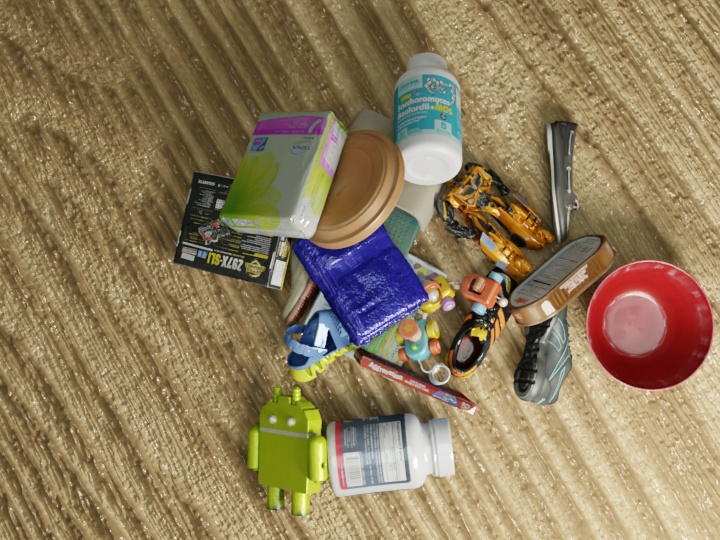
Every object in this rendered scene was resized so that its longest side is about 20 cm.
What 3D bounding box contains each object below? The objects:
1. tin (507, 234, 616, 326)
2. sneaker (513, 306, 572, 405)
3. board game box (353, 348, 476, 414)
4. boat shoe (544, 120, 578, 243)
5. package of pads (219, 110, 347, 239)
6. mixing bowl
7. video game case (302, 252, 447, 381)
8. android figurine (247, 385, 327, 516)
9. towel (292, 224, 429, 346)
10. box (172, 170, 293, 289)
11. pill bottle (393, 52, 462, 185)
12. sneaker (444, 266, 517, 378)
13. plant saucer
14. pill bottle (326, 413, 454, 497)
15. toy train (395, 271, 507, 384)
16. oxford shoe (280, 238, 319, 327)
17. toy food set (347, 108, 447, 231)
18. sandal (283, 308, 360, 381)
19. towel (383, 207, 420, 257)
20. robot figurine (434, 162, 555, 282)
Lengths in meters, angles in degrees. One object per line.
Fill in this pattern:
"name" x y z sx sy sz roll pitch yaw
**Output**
"tin" 0.320 0.012 1.483 0.199 0.112 0.042 -39 102 -9
"sneaker" 0.309 0.123 1.519 0.078 0.075 0.203 22 80 -26
"board game box" 0.085 0.176 1.485 0.197 0.103 0.020 24 89 -7
"boat shoe" 0.338 -0.149 1.523 0.056 0.067 0.204 -5 83 8
"package of pads" -0.114 -0.150 1.431 0.152 0.068 0.203 6 67 32
"mixing bowl" 0.451 0.087 1.483 0.196 0.108 0.204 0 88 4
"video game case" 0.023 0.053 1.554 0.180 0.023 0.202 28 88 5
"android figurine" -0.118 0.289 1.499 0.180 0.041 0.204 1 89 44
"towel" 0.000 0.000 1.459 0.146 0.050 0.202 -32 79 -6
"box" -0.205 -0.068 1.527 0.197 0.049 0.163 12 89 26
"pill bottle" 0.107 -0.248 1.486 0.108 0.111 0.203 -1 62 3
"sneaker" 0.202 0.086 1.506 0.069 0.090 0.203 28 89 4
"plant saucer" -0.023 -0.131 1.428 0.198 0.032 0.203 -19 54 27
"pill bottle" 0.049 0.294 1.491 0.196 0.120 0.122 -7 87 3
"toy train" 0.133 0.070 1.468 0.149 0.056 0.202 27 81 39
"oxford shoe" -0.095 -0.005 1.544 0.073 0.071 0.203 22 78 8
"toy food set" 0.047 -0.166 1.533 0.198 0.061 0.145 27 63 7
"sandal" -0.047 0.094 1.492 0.199 0.080 0.087 -39 129 -3
"towel" 0.011 -0.110 1.538 0.198 0.022 0.148 27 63 6
"robot figurine" 0.217 -0.087 1.511 0.200 0.058 0.145 43 64 -4
